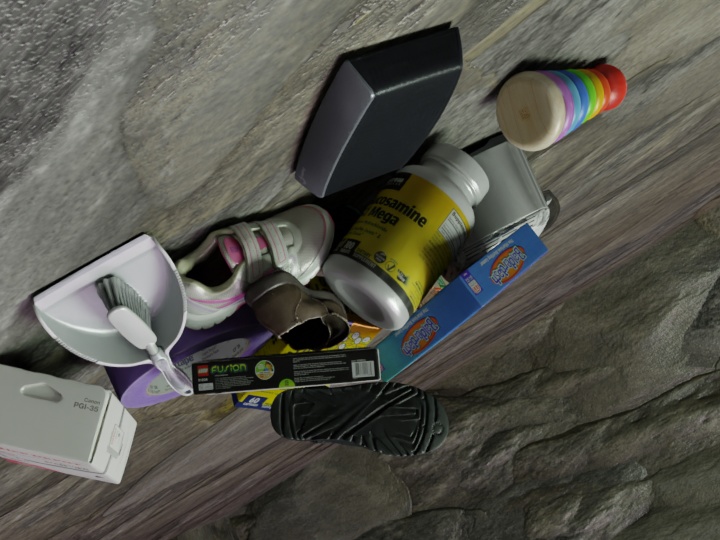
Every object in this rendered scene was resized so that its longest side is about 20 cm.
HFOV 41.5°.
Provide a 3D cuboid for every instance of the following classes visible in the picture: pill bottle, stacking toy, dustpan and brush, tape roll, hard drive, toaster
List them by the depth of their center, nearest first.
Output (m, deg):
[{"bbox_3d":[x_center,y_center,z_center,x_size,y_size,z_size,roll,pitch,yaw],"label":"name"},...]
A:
[{"bbox_3d":[0.017,-0.140,0.893,0.134,0.043,0.200,-22,164,-25],"label":"hard drive"},{"bbox_3d":[-0.221,0.067,0.969,0.138,0.058,0.201,-29,144,-1],"label":"dustpan and brush"},{"bbox_3d":[0.056,-0.043,1.064,0.201,0.112,0.113,-52,173,-18],"label":"pill bottle"},{"bbox_3d":[0.243,-0.195,1.083,0.199,0.086,0.085,-21,164,-43],"label":"stacking toy"},{"bbox_3d":[-0.208,0.078,1.125,0.198,0.086,0.200,-27,165,-8],"label":"tape roll"},{"bbox_3d":[0.141,-0.072,1.195,0.198,0.130,0.114,-26,165,-11],"label":"toaster"}]

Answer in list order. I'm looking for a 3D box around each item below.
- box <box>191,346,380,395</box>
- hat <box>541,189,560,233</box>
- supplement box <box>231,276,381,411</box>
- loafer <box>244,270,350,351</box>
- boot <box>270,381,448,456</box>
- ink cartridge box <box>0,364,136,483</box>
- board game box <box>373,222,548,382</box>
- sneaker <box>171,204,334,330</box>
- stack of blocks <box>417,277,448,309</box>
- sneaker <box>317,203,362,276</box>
[{"bbox_3d":[-0.081,0.110,1.046,0.197,0.035,0.110,-4,177,-4],"label":"box"},{"bbox_3d":[0.194,-0.078,1.384,0.199,0.081,0.201,-28,157,-12],"label":"hat"},{"bbox_3d":[-0.080,0.084,1.226,0.108,0.110,0.200,15,130,-36],"label":"supplement box"},{"bbox_3d":[-0.063,0.063,1.039,0.073,0.072,0.200,-34,157,12],"label":"loafer"},{"bbox_3d":[-0.005,0.164,1.082,0.197,0.078,0.168,3,173,0],"label":"boot"},{"bbox_3d":[-0.345,0.178,1.073,0.145,0.084,0.200,12,161,-1],"label":"ink cartridge box"},{"bbox_3d":[0.109,0.040,1.101,0.152,0.045,0.200,-34,173,-43],"label":"board game box"},{"bbox_3d":[-0.114,-0.011,1.005,0.199,0.082,0.088,-32,162,-11],"label":"sneaker"},{"bbox_3d":[0.114,0.017,1.480,0.058,0.116,0.199,-34,166,21],"label":"stack of blocks"},{"bbox_3d":[-0.012,-0.035,1.142,0.080,0.072,0.199,-33,166,25],"label":"sneaker"}]
